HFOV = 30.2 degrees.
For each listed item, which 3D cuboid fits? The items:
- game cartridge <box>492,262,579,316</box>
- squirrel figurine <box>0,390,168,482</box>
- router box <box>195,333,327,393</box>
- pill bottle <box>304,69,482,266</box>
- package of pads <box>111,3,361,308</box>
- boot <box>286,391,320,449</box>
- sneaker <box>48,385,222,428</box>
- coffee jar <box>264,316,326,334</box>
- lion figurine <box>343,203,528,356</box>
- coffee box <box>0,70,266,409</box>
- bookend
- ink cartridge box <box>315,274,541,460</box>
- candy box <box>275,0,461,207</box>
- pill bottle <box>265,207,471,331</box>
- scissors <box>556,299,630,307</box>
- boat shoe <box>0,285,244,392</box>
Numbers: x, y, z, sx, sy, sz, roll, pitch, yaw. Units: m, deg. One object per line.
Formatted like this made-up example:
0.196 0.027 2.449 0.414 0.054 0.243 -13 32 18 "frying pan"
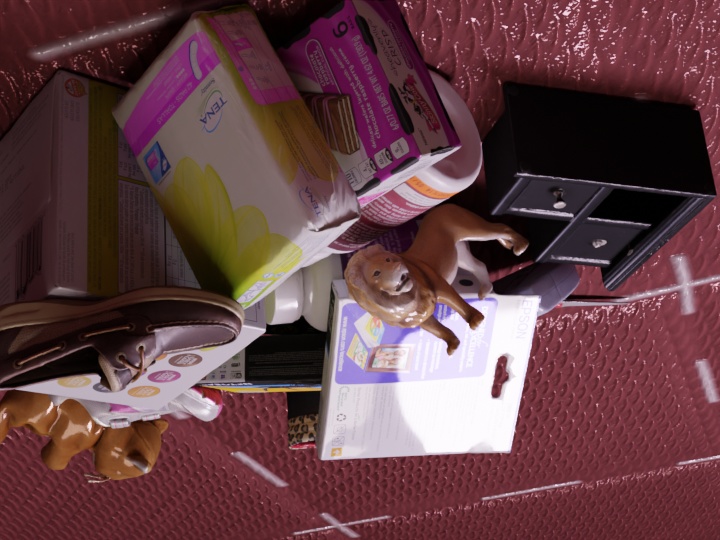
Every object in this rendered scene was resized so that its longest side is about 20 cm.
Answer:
0.160 0.029 1.381 0.133 0.041 0.200 -30 -179 21 "game cartridge"
-0.297 0.151 1.516 0.186 0.142 0.200 35 113 -8 "squirrel figurine"
-0.065 0.100 1.411 0.198 0.052 0.149 -3 170 19 "router box"
-0.002 -0.084 1.163 0.114 0.115 0.199 19 144 -40 "pill bottle"
-0.098 -0.087 1.041 0.068 0.201 0.154 -20 168 -46 "package of pads"
-0.003 0.113 1.506 0.202 0.155 0.073 -13 161 19 "boot"
-0.246 0.127 1.427 0.198 0.089 0.081 20 -170 -3 "sneaker"
-0.053 0.024 1.403 0.198 0.086 0.104 4 155 -18 "coffee jar"
0.066 -0.008 1.179 0.122 0.200 0.073 39 128 -2 "lion figurine"
-0.216 -0.016 1.164 0.196 0.202 0.199 13 148 -34 "coffee box"
0.191 -0.071 1.247 0.198 0.093 0.199 6 152 -18 "bookend"
0.062 0.096 1.288 0.198 0.044 0.200 0 124 -11 "ink cartridge box"
-0.032 -0.113 1.066 0.199 0.137 0.061 -30 172 40 "candy box"
0.000 0.000 1.307 0.198 0.113 0.112 -6 155 -18 "pill bottle"
0.220 0.036 1.556 0.198 0.014 0.073 -5 152 3 "scissors"
-0.186 0.061 1.019 0.198 0.073 0.072 -3 152 -8 "boat shoe"
